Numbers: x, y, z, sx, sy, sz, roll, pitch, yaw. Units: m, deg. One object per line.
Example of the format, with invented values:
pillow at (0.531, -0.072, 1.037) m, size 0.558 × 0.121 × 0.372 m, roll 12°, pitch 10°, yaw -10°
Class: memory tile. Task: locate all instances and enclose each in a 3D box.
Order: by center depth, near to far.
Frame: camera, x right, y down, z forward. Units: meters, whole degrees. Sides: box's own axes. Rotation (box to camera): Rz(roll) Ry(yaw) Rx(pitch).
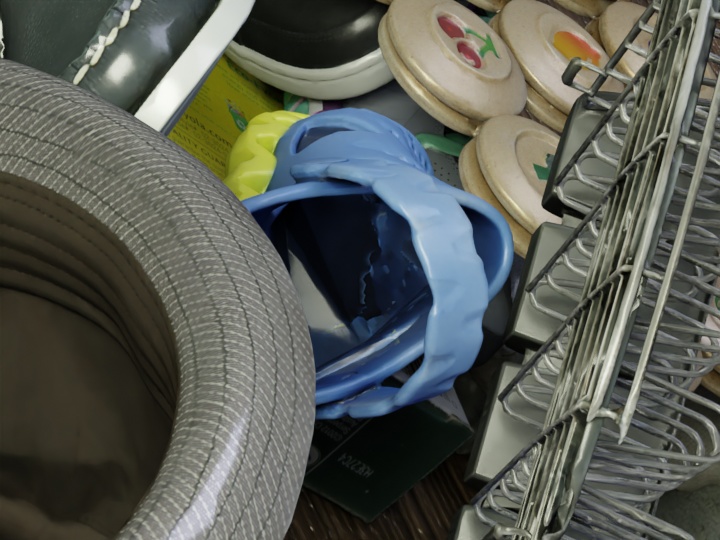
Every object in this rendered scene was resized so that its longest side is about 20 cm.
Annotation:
memory tile at (0.072, -0.043, 0.880) m, size 0.153 × 0.017 × 0.200 m, roll -1°, pitch 52°, yaw -49°

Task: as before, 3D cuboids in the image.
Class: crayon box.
crayon box at (-0.047, -0.025, 0.929) m, size 0.127 × 0.051 × 0.200 m, roll 34°, pitch 23°, yaw -37°

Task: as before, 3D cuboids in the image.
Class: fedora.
fedora at (-0.090, 0.053, 0.550) m, size 0.200 × 0.176 × 0.091 m, roll 37°, pitch -27°, yaw 45°

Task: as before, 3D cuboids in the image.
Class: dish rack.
dish rack at (0.061, 0.011, 0.656) m, size 0.054 × 0.154 × 0.200 m, roll 15°, pitch -12°, yaw -2°

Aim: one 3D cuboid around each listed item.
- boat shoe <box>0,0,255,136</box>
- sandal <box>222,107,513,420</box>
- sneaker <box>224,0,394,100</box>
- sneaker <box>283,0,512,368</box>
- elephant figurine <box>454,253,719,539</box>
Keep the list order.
boat shoe at (-0.072, -0.059, 0.673) m, size 0.060 × 0.076 × 0.200 m, roll 41°, pitch -2°, yaw -14°
sandal at (0.000, 0.000, 0.758) m, size 0.200 × 0.087 × 0.080 m, roll -50°, pitch 133°, yaw -73°
sneaker at (-0.050, -0.145, 0.927) m, size 0.200 × 0.073 × 0.112 m, roll 58°, pitch 1°, yaw 43°
sneaker at (0.023, -0.058, 0.933) m, size 0.074 × 0.087 × 0.200 m, roll 35°, pitch 22°, yaw -36°
elephant figurine at (0.122, 0.067, 0.952) m, size 0.141 × 0.156 × 0.200 m, roll -7°, pitch 34°, yaw -26°
